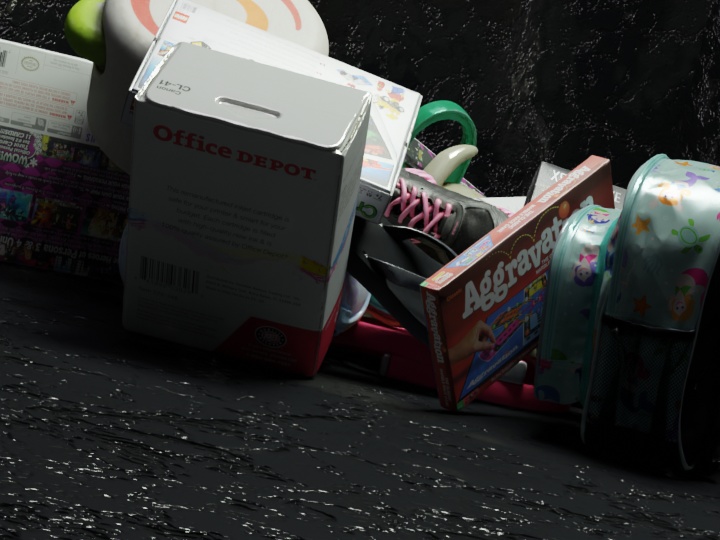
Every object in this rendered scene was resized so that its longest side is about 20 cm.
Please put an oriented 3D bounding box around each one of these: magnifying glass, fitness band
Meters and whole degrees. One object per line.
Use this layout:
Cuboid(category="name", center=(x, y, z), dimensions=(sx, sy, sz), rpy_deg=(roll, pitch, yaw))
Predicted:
Cuboid(category="magnifying glass", center=(0.065, -0.065, 1.719), dimensions=(0.080, 0.200, 0.022), rpy_deg=(-21, 47, -20))
Cuboid(category="fitness band", center=(0.070, 0.072, 1.518), dimensions=(0.200, 0.037, 0.144), rpy_deg=(14, 2, 0))

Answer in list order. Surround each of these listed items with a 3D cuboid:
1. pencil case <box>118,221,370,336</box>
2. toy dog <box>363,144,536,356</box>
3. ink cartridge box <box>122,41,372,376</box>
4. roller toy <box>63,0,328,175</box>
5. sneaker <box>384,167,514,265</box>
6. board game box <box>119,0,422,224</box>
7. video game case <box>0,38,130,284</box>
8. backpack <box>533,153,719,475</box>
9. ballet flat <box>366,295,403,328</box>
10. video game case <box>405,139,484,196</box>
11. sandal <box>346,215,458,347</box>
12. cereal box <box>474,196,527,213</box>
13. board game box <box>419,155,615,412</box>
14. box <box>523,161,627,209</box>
Cuboid(category="pencil case", center=(-0.087, -0.005, 1.491), dimensions=(0.200, 0.091, 0.083), rpy_deg=(8, 4, 28))
Cuboid(category="toy dog", center=(0.115, -0.008, 1.712), dimensions=(0.200, 0.194, 0.139), rpy_deg=(3, -2, -35))
Cuboid(category="ink cartridge box", center=(-0.080, -0.039, 1.335), dimensions=(0.147, 0.200, 0.086), rpy_deg=(16, 38, 7))
Cuboid(category="roller toy", center=(-0.123, -0.149, 1.551), dimensions=(0.182, 0.140, 0.200), rpy_deg=(-25, 55, -39))
Cuboid(category="sneaker", center=(0.044, -0.043, 1.529), dimensions=(0.095, 0.079, 0.200), rpy_deg=(29, -1, -38))
Cuboid(category="board game box", center=(-0.062, -0.119, 1.410), dimensions=(0.200, 0.035, 0.126), rpy_deg=(22, 42, -4))
Cuboid(category="video game case", center=(-0.273, -0.094, 1.614), dimensions=(0.200, 0.182, 0.036), rpy_deg=(11, 2, -26))
Cuboid(category="backpack", center=(0.210, 0.019, 1.354), dimensions=(0.150, 0.200, 0.178), rpy_deg=(17, 18, 18))
Cuboid(category="ballet flat", center=(0.000, 0.000, 1.551), dimensions=(0.063, 0.069, 0.200), rpy_deg=(24, 9, -44))
Cuboid(category="video game case", center=(-0.015, -0.063, 1.797), dimensions=(0.200, 0.036, 0.181), rpy_deg=(-28, -51, 35))
Cuboid(category="sandal", center=(0.033, -0.004, 1.416), dimensions=(0.200, 0.043, 0.076), rpy_deg=(37, 37, -19))
Cuboid(category="cereal box", center=(0.175, -0.003, 1.589), dimensions=(0.200, 0.040, 0.144), rpy_deg=(-3, 45, -24))
Cuboid(category="board game box", center=(0.119, 0.007, 1.390), dimensions=(0.019, 0.103, 0.200), rpy_deg=(17, 41, 40))
Cuboid(category="box", center=(0.215, 0.008, 1.521), dimensions=(0.200, 0.050, 0.158), rpy_deg=(18, 43, 1))
